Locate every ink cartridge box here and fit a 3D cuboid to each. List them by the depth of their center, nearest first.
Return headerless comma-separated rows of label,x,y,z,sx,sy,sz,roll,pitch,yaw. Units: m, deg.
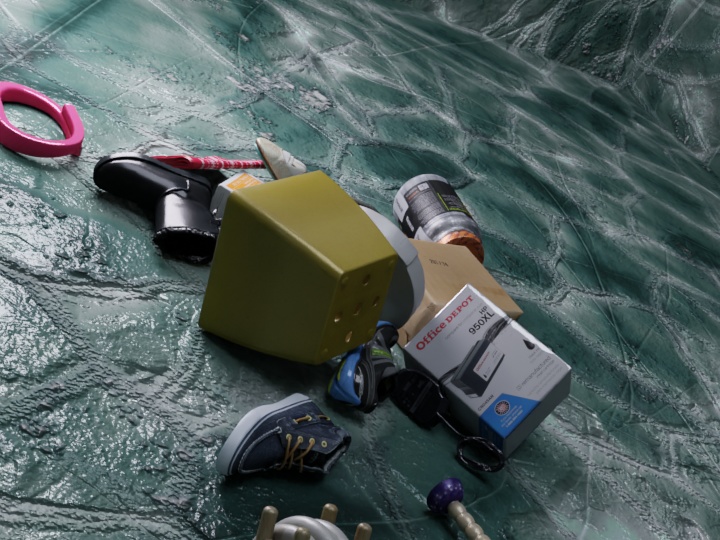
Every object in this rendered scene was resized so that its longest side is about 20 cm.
ink cartridge box,0.176,0.140,1.639,0.144,0.085,0.199,-42,63,-16

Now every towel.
towel,-0.251,-0.174,1.874,0.143,0.023,0.198,6,7,37

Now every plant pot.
plant pot,-0.068,0.008,1.533,0.175,0.203,0.199,30,27,27

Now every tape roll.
tape roll,0.000,0.000,1.671,0.201,0.204,0.037,33,47,12

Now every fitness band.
fitness band,-0.499,-0.230,1.788,0.142,0.038,0.201,11,29,-33

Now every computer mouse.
computer mouse,0.119,0.203,1.581,0.200,0.059,0.034,42,11,25

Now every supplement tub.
supplement tub,0.139,-0.071,2.048,0.121,0.124,0.201,15,27,-27

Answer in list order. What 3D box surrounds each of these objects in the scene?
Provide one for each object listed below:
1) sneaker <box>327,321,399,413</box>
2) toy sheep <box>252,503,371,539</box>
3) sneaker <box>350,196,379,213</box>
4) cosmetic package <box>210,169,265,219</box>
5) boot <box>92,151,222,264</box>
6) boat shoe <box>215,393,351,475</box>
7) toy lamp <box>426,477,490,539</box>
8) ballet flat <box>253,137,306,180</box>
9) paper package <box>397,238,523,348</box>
sneaker,0.015,0.136,1.595,0.082,0.071,0.200,38,27,-2
toy sheep,-0.053,0.298,1.120,0.198,0.139,0.138,12,28,-45
sneaker,-0.003,-0.075,1.929,0.114,0.077,0.199,40,5,42
cosmetic package,-0.132,-0.068,1.818,0.198,0.072,0.101,31,24,5
boot,-0.290,-0.088,1.700,0.195,0.074,0.164,13,34,-25
boat shoe,-0.082,0.202,1.345,0.090,0.072,0.200,31,22,17
toy lamp,0.152,0.330,1.365,0.058,0.059,0.201,6,33,-40
ballet flat,-0.101,-0.137,1.881,0.202,0.062,0.068,61,4,-20
paper package,0.120,0.045,1.827,0.198,0.104,0.191,7,33,-40
